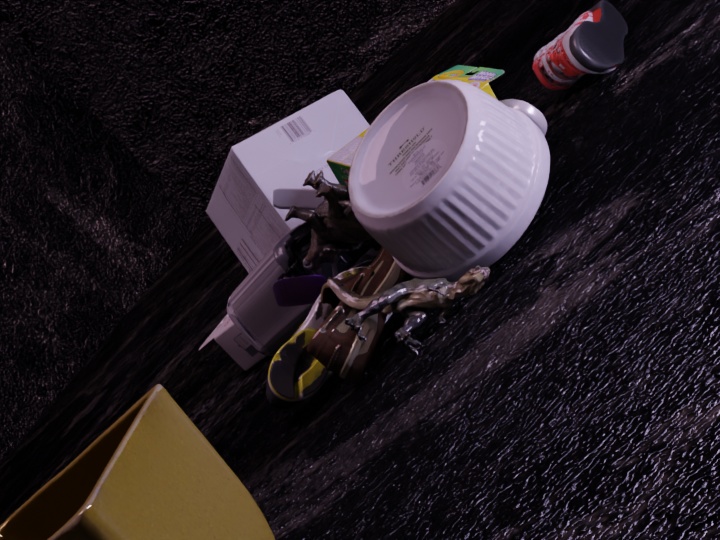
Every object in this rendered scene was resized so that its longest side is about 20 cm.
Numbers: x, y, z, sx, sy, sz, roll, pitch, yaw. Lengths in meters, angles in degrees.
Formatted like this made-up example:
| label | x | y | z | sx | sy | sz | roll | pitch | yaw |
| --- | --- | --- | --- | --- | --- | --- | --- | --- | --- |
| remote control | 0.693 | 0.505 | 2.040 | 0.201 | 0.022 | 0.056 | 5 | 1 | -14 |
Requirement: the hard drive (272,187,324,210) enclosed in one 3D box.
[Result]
| label | x | y | z | sx | sy | sz | roll | pitch | yaw |
| --- | --- | --- | --- | --- | --- | --- | --- | --- | --- |
| hard drive | -0.003 | -0.082 | 1.870 | 0.132 | 0.027 | 0.200 | 3 | 2 | 22 |

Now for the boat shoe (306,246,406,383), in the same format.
| label | x | y | z | sx | sy | sz | roll | pitch | yaw |
| --- | --- | --- | --- | --- | --- | --- | --- | --- | --- |
| boat shoe | -0.003 | 0.026 | 1.615 | 0.202 | 0.075 | 0.075 | -66 | 0 | -51 |

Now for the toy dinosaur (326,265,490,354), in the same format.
| label | x | y | z | sx | sy | sz | roll | pitch | yaw |
| --- | --- | --- | --- | --- | --- | --- | --- | --- | --- |
| toy dinosaur | 0.036 | 0.036 | 1.505 | 0.200 | 0.047 | 0.088 | -4 | 38 | 34 |

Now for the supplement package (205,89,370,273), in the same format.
| label | x | y | z | sx | sy | sz | roll | pitch | yaw |
| --- | --- | --- | --- | --- | --- | --- | --- | --- | --- |
| supplement package | -0.083 | -0.109 | 2.133 | 0.191 | 0.147 | 0.200 | -30 | -12 | -26 |

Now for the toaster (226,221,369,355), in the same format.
| label | x | y | z | sx | sy | sz | roll | pitch | yaw |
| --- | --- | --- | --- | --- | --- | --- | --- | --- | --- |
| toaster | -0.073 | 0.022 | 1.868 | 0.129 | 0.114 | 0.200 | -44 | -3 | 32 |

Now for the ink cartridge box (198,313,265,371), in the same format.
| label | x | y | z | sx | sy | sz | roll | pitch | yaw |
| --- | --- | --- | --- | --- | --- | --- | --- | --- | --- |
| ink cartridge box | -0.118 | 0.057 | 2.079 | 0.200 | 0.067 | 0.117 | -36 | 12 | 40 |

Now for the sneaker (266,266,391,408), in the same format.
| label | x | y | z | sx | sy | sz | roll | pitch | yaw |
| --- | --- | --- | --- | --- | --- | --- | --- | --- | --- |
| sneaker | -0.040 | 0.072 | 1.683 | 0.200 | 0.074 | 0.085 | -44 | -3 | -30 |

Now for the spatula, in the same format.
| label | x | y | z | sx | sy | sz | roll | pitch | yaw |
| --- | --- | --- | --- | --- | --- | --- | --- | --- | --- |
| spatula | 0.000 | 0.000 | 1.728 | 0.200 | 0.057 | 0.021 | -19 | 55 | -2 |

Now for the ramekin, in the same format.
| label | x | y | z | sx | sy | sz | roll | pitch | yaw |
| --- | --- | --- | --- | --- | --- | --- | --- | --- | --- |
| ramekin | 0.080 | -0.097 | 1.556 | 0.200 | 0.105 | 0.200 | -28 | 44 | 31 |

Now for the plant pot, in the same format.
| label | x | y | z | sx | sy | sz | roll | pitch | yaw |
| --- | --- | --- | --- | --- | --- | --- | --- | --- | --- |
| plant pot | -0.158 | 0.242 | 1.089 | 0.195 | 0.200 | 0.194 | -41 | 11 | 20 |

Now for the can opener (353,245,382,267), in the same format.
| label | x | y | z | sx | sy | sz | roll | pitch | yaw |
| --- | --- | --- | --- | --- | --- | --- | --- | --- | --- |
| can opener | 0.016 | 0.017 | 1.798 | 0.200 | 0.053 | 0.067 | -51 | -21 | -30 |

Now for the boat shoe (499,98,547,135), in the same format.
| label | x | y | z | sx | sy | sz | roll | pitch | yaw |
| --- | --- | --- | --- | --- | --- | --- | --- | --- | --- |
| boat shoe | 0.145 | -0.135 | 1.792 | 0.069 | 0.072 | 0.200 | -60 | 17 | -25 |

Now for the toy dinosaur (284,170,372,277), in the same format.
| label | x | y | z | sx | sy | sz | roll | pitch | yaw |
| --- | --- | --- | --- | --- | --- | --- | --- | --- | --- |
| toy dinosaur | -0.017 | -0.061 | 1.710 | 0.200 | 0.102 | 0.077 | -29 | 33 | 58 |

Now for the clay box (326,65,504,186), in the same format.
| label | x | y | z | sx | sy | sz | roll | pitch | yaw |
| --- | --- | --- | --- | --- | --- | --- | --- | --- | --- |
| clay box | 0.071 | -0.157 | 1.740 | 0.200 | 0.048 | 0.115 | -37 | 25 | -16 |

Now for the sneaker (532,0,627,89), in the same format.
| label | x | y | z | sx | sy | sz | roll | pitch | yaw |
| --- | --- | --- | --- | --- | --- | --- | --- | --- | --- |
| sneaker | 0.250 | -0.245 | 1.819 | 0.108 | 0.067 | 0.201 | -41 | 7 | 28 |
